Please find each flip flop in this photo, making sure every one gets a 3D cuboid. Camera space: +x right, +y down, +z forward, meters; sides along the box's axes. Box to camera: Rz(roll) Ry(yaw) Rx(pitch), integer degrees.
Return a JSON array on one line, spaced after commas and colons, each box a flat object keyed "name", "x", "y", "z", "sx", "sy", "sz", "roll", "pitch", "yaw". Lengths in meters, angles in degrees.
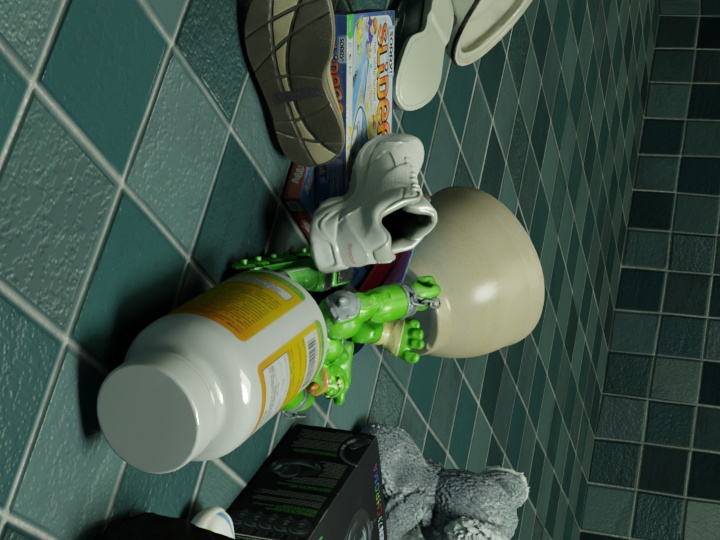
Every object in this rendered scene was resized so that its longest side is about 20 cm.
[{"name": "flip flop", "x": -0.053, "y": -0.183, "z": 1.061, "sx": 0.058, "sy": 0.081, "sz": 0.200, "roll": -89, "pitch": 170, "yaw": -47}]

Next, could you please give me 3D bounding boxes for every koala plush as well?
[{"name": "koala plush", "x": 0.087, "y": 0.272, "z": 1.358, "sx": 0.177, "sy": 0.199, "sz": 0.184, "roll": -38, "pitch": 130, "yaw": -63}]

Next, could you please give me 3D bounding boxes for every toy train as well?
[{"name": "toy train", "x": -0.059, "y": 0.005, "z": 1.105, "sx": 0.200, "sy": 0.056, "sz": 0.042, "roll": -16, "pitch": 109, "yaw": -69}]

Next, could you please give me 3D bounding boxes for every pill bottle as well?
[{"name": "pill bottle", "x": -0.111, "y": 0.076, "z": 0.902, "sx": 0.200, "sy": 0.111, "sz": 0.111, "roll": -36, "pitch": 128, "yaw": -64}]

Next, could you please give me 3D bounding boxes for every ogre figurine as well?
[{"name": "ogre figurine", "x": -0.029, "y": 0.071, "z": 1.085, "sx": 0.120, "sy": 0.200, "sz": 0.098, "roll": 7, "pitch": 68, "yaw": -51}]

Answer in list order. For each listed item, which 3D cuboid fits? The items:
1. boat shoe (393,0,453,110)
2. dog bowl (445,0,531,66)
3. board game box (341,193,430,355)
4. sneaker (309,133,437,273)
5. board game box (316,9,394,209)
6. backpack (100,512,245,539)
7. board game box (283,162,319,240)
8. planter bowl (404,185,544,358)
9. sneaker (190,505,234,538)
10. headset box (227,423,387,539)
[{"name": "boat shoe", "x": 0.054, "y": -0.246, "z": 1.340, "sx": 0.073, "sy": 0.062, "sz": 0.200, "roll": 56, "pitch": 39, "yaw": -37}, {"name": "dog bowl", "x": 0.154, "y": -0.353, "z": 1.464, "sx": 0.200, "sy": 0.074, "sz": 0.200, "roll": -46, "pitch": 166, "yaw": -15}, {"name": "board game box", "x": 0.000, "y": 0.000, "z": 1.222, "sx": 0.158, "sy": 0.039, "sz": 0.200, "roll": -37, "pitch": -152, "yaw": 55}, {"name": "sneaker", "x": 0.033, "y": -0.061, "z": 1.118, "sx": 0.200, "sy": 0.099, "sz": 0.078, "roll": -59, "pitch": 146, "yaw": -44}, {"name": "board game box", "x": -0.004, "y": -0.157, "z": 1.190, "sx": 0.135, "sy": 0.034, "sz": 0.201, "roll": -34, "pitch": 127, "yaw": -65}, {"name": "backpack", "x": -0.138, "y": 0.290, "z": 0.851, "sx": 0.126, "sy": 0.167, "sz": 0.201, "roll": 5, "pitch": 94, "yaw": -50}, {"name": "board game box", "x": -0.030, "y": -0.132, "z": 1.206, "sx": 0.103, "sy": 0.019, "sz": 0.201, "roll": 62, "pitch": 38, "yaw": -58}, {"name": "planter bowl", "x": 0.091, "y": 0.017, "z": 1.364, "sx": 0.135, "sy": 0.200, "sz": 0.201, "roll": -25, "pitch": 122, "yaw": -36}, {"name": "sneaker", "x": -0.101, "y": 0.300, "z": 0.991, "sx": 0.076, "sy": 0.105, "sz": 0.201, "roll": -6, "pitch": 101, "yaw": -70}, {"name": "headset box", "x": -0.053, "y": 0.275, "z": 1.134, "sx": 0.200, "sy": 0.092, "sz": 0.175, "roll": -47, "pitch": 137, "yaw": -58}]
